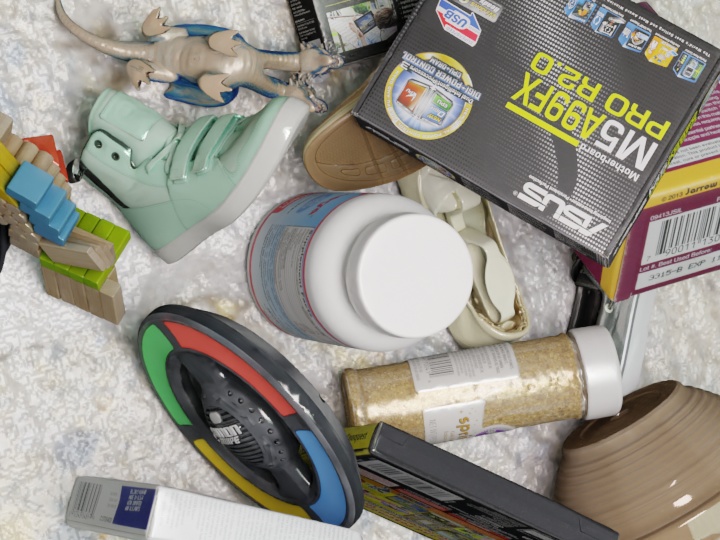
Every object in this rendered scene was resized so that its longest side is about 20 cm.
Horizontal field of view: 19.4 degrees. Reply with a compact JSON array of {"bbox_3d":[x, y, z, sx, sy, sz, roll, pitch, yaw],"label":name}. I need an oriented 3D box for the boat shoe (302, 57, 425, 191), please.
[{"bbox_3d":[0.042,-0.125,1.492,0.200,0.065,0.071,-31,124,-7],"label":"boat shoe"}]

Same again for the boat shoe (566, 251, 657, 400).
[{"bbox_3d":[0.189,0.008,1.605,0.057,0.069,0.200,7,92,-21],"label":"boat shoe"}]

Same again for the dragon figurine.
[{"bbox_3d":[-0.115,-0.147,1.477,0.200,0.099,0.059,10,91,16],"label":"dragon figurine"}]

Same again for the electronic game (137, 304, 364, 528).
[{"bbox_3d":[-0.076,0.103,1.432,0.042,0.200,0.200,-44,106,-25],"label":"electronic game"}]

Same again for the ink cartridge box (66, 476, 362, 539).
[{"bbox_3d":[-0.079,0.182,1.433,0.200,0.200,0.041,17,80,-22],"label":"ink cartridge box"}]

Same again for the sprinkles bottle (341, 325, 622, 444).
[{"bbox_3d":[0.088,0.088,1.541,0.200,0.068,0.068,-9,95,-5],"label":"sprinkles bottle"}]

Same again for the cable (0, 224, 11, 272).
[{"bbox_3d":[-0.294,-0.043,1.384,0.200,0.051,0.163,-14,88,-48],"label":"cable"}]

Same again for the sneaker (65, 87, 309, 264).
[{"bbox_3d":[-0.123,-0.085,1.415,0.118,0.200,0.074,41,50,-11],"label":"sneaker"}]

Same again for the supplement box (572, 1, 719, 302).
[{"bbox_3d":[0.194,-0.089,1.524,0.131,0.200,0.103,-15,137,-19],"label":"supplement box"}]

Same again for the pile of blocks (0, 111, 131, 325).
[{"bbox_3d":[-0.200,-0.046,1.404,0.062,0.082,0.200,-62,144,-24],"label":"pile of blocks"}]

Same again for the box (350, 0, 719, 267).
[{"bbox_3d":[0.120,-0.120,1.407,0.200,0.044,0.160,31,85,12],"label":"box"}]

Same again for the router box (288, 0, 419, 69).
[{"bbox_3d":[0.039,-0.241,1.537,0.200,0.051,0.149,-17,97,-20],"label":"router box"}]

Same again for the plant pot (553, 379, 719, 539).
[{"bbox_3d":[0.214,0.145,1.551,0.201,0.201,0.093,-33,97,-17],"label":"plant pot"}]

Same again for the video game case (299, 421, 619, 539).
[{"bbox_3d":[0.055,0.160,1.494,0.200,0.181,0.026,26,72,-20],"label":"video game case"}]

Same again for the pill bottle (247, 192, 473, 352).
[{"bbox_3d":[0.000,0.000,1.457,0.109,0.200,0.109,-1,92,-22],"label":"pill bottle"}]

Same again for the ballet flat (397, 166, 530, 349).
[{"bbox_3d":[0.078,-0.034,1.559,0.069,0.069,0.200,-23,100,-19],"label":"ballet flat"}]
